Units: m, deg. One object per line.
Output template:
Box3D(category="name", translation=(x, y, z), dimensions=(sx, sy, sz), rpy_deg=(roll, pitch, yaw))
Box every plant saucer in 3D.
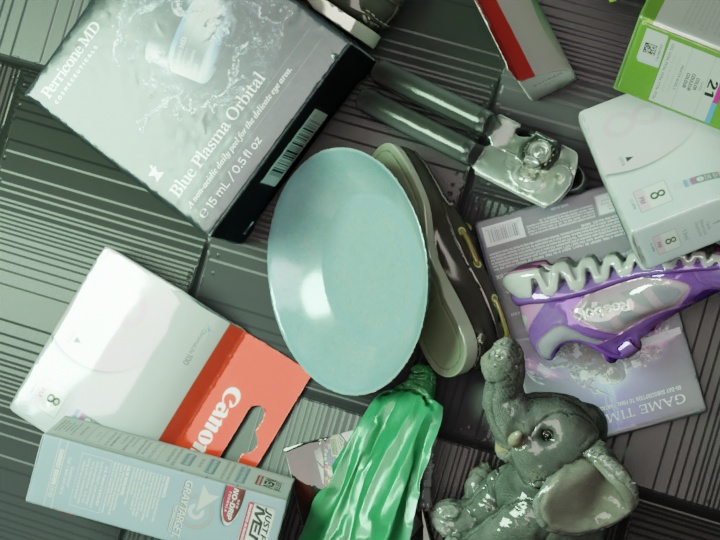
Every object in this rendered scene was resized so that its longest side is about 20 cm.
Box3D(category="plant saucer", translation=(0.000, 0.000, 1.688), dimensions=(0.201, 0.039, 0.201), rpy_deg=(7, 99, 50))

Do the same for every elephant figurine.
Box3D(category="elephant figurine", translation=(0.150, 0.155, 1.625), dimensions=(0.142, 0.155, 0.200), rpy_deg=(42, 122, 26))

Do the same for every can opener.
Box3D(category="can opener", translation=(0.093, -0.109, 1.719), dimensions=(0.200, 0.067, 0.053), rpy_deg=(28, 91, 22))

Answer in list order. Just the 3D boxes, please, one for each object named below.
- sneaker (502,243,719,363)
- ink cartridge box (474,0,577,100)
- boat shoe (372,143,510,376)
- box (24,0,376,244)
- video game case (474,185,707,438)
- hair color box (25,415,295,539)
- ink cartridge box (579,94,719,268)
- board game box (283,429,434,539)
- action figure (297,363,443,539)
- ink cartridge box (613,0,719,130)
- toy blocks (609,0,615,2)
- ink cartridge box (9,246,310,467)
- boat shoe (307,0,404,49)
Box3D(category="sneaker", translation=(0.217, 0.027, 1.661), dimensions=(0.200, 0.080, 0.089), rpy_deg=(-8, 92, 13))
Box3D(category="ink cartridge box", translation=(0.110, -0.222, 1.642), dimensions=(0.050, 0.200, 0.161), rpy_deg=(-27, 84, 6))
Box3D(category="boat shoe", translation=(0.064, -0.011, 1.703), dimensions=(0.061, 0.072, 0.201), rpy_deg=(-8, 71, -36))
Box3D(category="box", translation=(-0.130, -0.158, 1.713), dimensions=(0.200, 0.117, 0.197), rpy_deg=(37, 95, 9))
Box3D(category="video game case", translation=(0.188, 0.037, 1.708), dimensions=(0.143, 0.019, 0.200), rpy_deg=(-16, 86, 7))
Box3D(category="hair color box", translation=(-0.158, 0.177, 1.678), dimensions=(0.200, 0.099, 0.061), rpy_deg=(15, 95, 1))
Box3D(category="ink cartridge box", translation=(0.287, -0.100, 1.633), dimensions=(0.200, 0.057, 0.163), rpy_deg=(-25, 39, 8))
Box3D(category="board game box", translation=(0.010, 0.231, 1.720), dimensions=(0.105, 0.023, 0.200), rpy_deg=(-14, 84, 5))
Box3D(category="action figure", translation=(0.019, 0.168, 1.678), dimensions=(0.118, 0.055, 0.200), rpy_deg=(15, 76, 32))
Box3D(category="ink cartridge box", translation=(0.318, -0.170, 1.632), dimensions=(0.200, 0.148, 0.076), rpy_deg=(23, 133, 8))
Box3D(category="toy blocks", translation=(0.237, -0.300, 1.652), dimensions=(0.137, 0.200, 0.100), rpy_deg=(-17, 124, 5))
Box3D(category="ink cartridge box", translation=(-0.168, 0.098, 1.742), dimensions=(0.200, 0.057, 0.163), rpy_deg=(31, 91, 13))
Box3D(category="boat shoe", translation=(-0.054, -0.265, 1.735), dimensions=(0.201, 0.072, 0.061), rpy_deg=(37, 94, 1))
